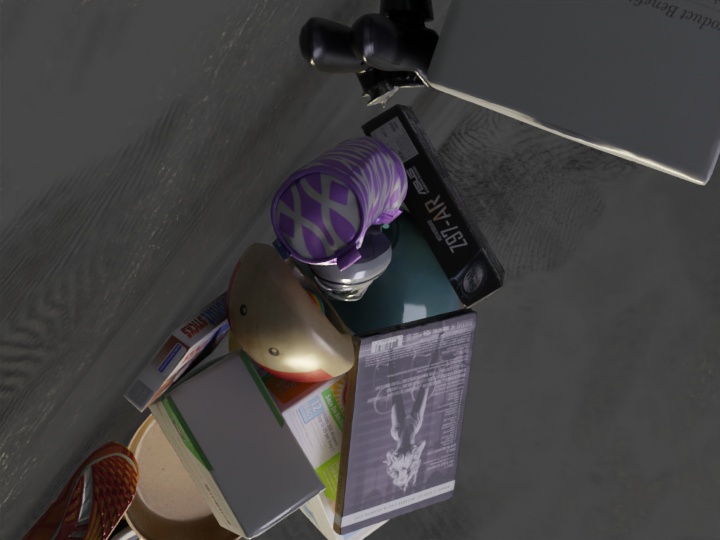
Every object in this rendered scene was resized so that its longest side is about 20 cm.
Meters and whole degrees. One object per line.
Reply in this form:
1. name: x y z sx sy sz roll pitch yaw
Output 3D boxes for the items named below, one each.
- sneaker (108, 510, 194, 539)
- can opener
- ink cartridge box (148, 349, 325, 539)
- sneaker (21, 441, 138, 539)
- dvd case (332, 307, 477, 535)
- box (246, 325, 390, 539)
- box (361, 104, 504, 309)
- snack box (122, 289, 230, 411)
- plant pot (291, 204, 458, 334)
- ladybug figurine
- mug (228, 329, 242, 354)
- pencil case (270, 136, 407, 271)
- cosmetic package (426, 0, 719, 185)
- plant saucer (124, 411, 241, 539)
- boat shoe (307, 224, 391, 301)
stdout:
1. sneaker: -0.265 0.282 1.654 0.199 0.074 0.112 -21 164 -37
2. can opener: 0.002 -0.129 0.833 0.063 0.080 0.200 -10 -172 17
3. ink cartridge box: -0.119 0.158 1.358 0.087 0.146 0.200 -32 -179 -16
4. sneaker: -0.260 0.242 1.311 0.200 0.073 0.077 -49 -172 0
5. dvd case: 0.042 0.142 1.404 0.147 0.016 0.203 -11 116 -39
6. box: -0.028 0.154 1.438 0.112 0.201 0.101 -34 -142 -16
7. box: 0.076 -0.067 1.464 0.043 0.201 0.160 -30 -178 8
8. snack box: -0.146 0.063 1.284 0.072 0.024 0.200 -52 178 15
9. plant pot: 0.000 0.000 1.511 0.201 0.199 0.135 -50 155 -24
10. ladybug figurine: -0.065 0.044 1.280 0.072 0.136 0.200 -38 172 3
11. mug: -0.091 0.100 1.658 0.188 0.148 0.153 -62 171 -4
12. pencil case: -0.012 -0.060 1.234 0.084 0.086 0.200 -44 -178 19
13. cosmetic package: 0.149 -0.173 0.850 0.165 0.163 0.202 -43 153 -80
14. plant saucer: -0.173 0.208 1.598 0.201 0.200 0.035 -51 -146 -5
15. boat shoe: -0.009 -0.004 1.313 0.200 0.073 0.068 -61 162 -74
